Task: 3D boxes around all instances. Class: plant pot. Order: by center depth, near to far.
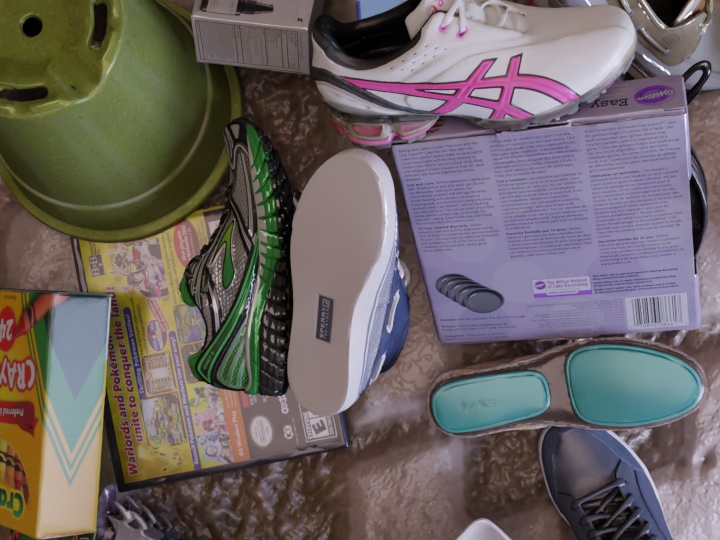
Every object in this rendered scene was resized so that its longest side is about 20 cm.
[{"bbox_3d":[-0.196,-0.137,0.763,0.199,0.190,0.201,-1,79,4],"label":"plant pot"}]

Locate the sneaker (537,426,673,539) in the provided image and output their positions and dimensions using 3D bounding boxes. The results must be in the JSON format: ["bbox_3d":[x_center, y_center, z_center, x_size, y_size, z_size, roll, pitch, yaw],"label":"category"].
[{"bbox_3d":[0.193,0.195,0.768,0.077,0.146,0.203,-30,86,3],"label":"sneaker"}]

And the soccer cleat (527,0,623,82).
[{"bbox_3d":[0.172,-0.121,0.812,0.066,0.076,0.201,-18,87,2],"label":"soccer cleat"}]

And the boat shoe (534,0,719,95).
[{"bbox_3d":[0.211,-0.178,0.770,0.199,0.068,0.075,14,70,-33],"label":"boat shoe"}]

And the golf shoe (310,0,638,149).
[{"bbox_3d":[0.067,-0.132,0.672,0.199,0.092,0.073,-10,52,11],"label":"golf shoe"}]

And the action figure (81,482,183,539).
[{"bbox_3d":[-0.105,0.229,0.796,0.199,0.130,0.070,26,89,15],"label":"action figure"}]

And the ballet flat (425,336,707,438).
[{"bbox_3d":[0.147,0.082,0.808,0.199,0.067,0.068,-4,92,11],"label":"ballet flat"}]

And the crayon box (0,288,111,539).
[{"bbox_3d":[-0.239,0.114,0.805,0.127,0.051,0.201,0,87,46],"label":"crayon box"}]

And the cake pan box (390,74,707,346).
[{"bbox_3d":[0.134,-0.034,0.755,0.199,0.052,0.185,-5,130,17],"label":"cake pan box"}]

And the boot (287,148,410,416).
[{"bbox_3d":[0.000,0.000,0.775,0.073,0.090,0.201,26,122,22],"label":"boot"}]

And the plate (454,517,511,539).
[{"bbox_3d":[0.081,0.295,0.714,0.200,0.032,0.200,43,90,3],"label":"plate"}]

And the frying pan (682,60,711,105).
[{"bbox_3d":[0.187,-0.054,0.792,0.190,0.031,0.115,-27,104,31],"label":"frying pan"}]

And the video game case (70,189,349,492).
[{"bbox_3d":[-0.115,0.053,0.848,0.180,0.026,0.201,-11,88,2],"label":"video game case"}]

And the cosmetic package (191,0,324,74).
[{"bbox_3d":[-0.060,-0.236,0.797,0.082,0.051,0.201,7,59,1],"label":"cosmetic package"}]

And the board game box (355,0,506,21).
[{"bbox_3d":[0.044,-0.253,0.782,0.096,0.159,0.201,-4,88,4],"label":"board game box"}]

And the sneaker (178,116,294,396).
[{"bbox_3d":[-0.091,-0.010,0.796,0.085,0.078,0.201,1,89,4],"label":"sneaker"}]
